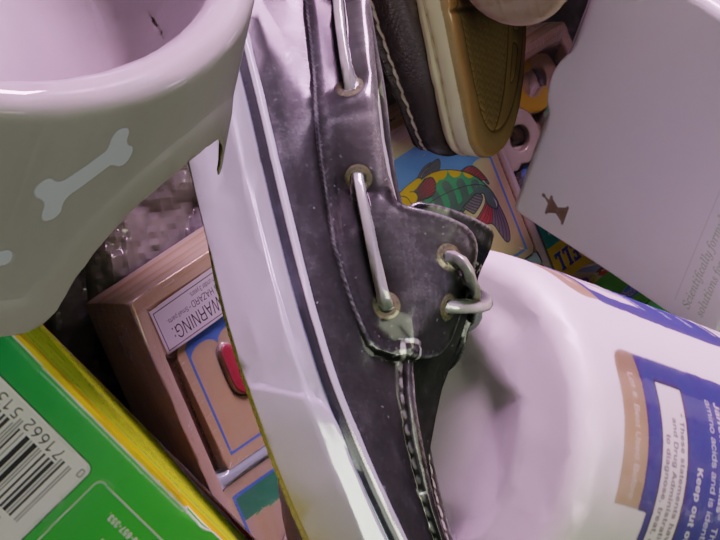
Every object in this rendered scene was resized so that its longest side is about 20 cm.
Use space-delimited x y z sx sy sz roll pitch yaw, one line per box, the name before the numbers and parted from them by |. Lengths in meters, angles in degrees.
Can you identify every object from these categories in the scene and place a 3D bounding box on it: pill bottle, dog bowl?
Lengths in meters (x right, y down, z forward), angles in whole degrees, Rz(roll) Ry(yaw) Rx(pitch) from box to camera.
pill bottle | 0.079 0.068 0.789 0.200 0.111 0.111 19 78 -47
dog bowl | -0.112 -0.077 0.604 0.199 0.059 0.200 18 39 -15

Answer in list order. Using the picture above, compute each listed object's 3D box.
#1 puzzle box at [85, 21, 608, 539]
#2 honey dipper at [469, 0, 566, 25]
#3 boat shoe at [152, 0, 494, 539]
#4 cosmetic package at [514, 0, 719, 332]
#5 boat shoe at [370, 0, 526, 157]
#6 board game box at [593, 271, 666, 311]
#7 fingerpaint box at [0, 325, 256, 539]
puzzle box | 0.016 0.022 0.871 0.200 0.025 0.133 -35 111 -33
honey dipper | 0.080 -0.127 0.877 0.200 0.038 0.038 -47 120 -58
boat shoe | 0.000 0.000 0.692 0.071 0.072 0.201 -17 80 0
cosmetic package | 0.148 -0.074 0.892 0.200 0.085 0.108 -35 151 -44
boat shoe | 0.002 -0.130 0.836 0.073 0.065 0.201 -32 111 -65
board game box | 0.077 0.119 0.897 0.134 0.029 0.201 -38 122 -33
fingerpaint box | -0.080 0.068 0.697 0.073 0.167 0.200 -44 118 -4
